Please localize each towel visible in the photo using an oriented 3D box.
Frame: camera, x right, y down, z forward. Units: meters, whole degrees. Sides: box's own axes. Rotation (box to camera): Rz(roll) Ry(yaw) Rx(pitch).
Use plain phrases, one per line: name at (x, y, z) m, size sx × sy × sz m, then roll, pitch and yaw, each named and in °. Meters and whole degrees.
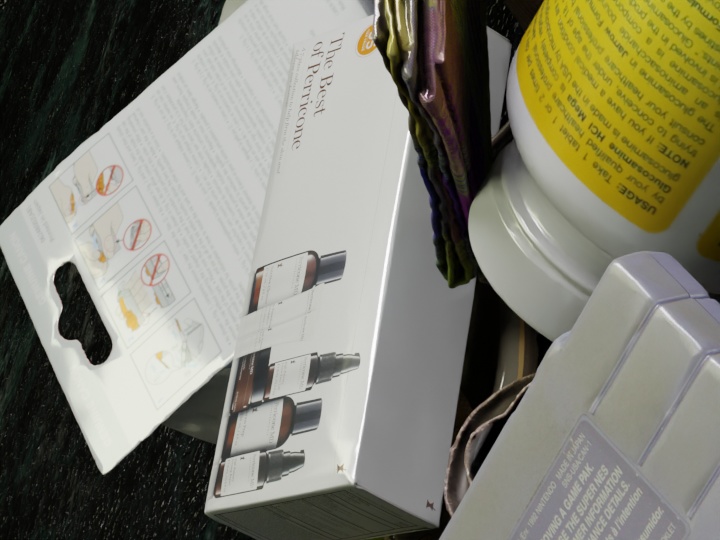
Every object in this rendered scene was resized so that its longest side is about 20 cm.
towel at (0.024, -0.089, 0.823) m, size 0.200 × 0.023 × 0.145 m, roll 68°, pitch -161°, yaw -70°

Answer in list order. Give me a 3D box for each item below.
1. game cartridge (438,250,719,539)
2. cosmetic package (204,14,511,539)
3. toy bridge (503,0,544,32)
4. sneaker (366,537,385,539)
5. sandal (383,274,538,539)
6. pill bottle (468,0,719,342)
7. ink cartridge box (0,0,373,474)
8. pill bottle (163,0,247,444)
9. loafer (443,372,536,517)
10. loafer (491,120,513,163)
game cartridge at (0.071, 0.109, 0.712) m, size 0.130 × 0.038 × 0.201 m, roll 51°, pitch 126°, yaw 35°
cosmetic package at (0.000, 0.000, 0.962) m, size 0.082 × 0.051 × 0.201 m, roll -14°, pitch 56°, yaw 41°
toy bridge at (0.085, -0.124, 0.960) m, size 0.067 × 0.027 × 0.200 m, roll -35°, pitch 7°, yaw 10°
sneaker at (-0.015, 0.149, 1.006) m, size 0.079 × 0.065 × 0.201 m, roll 126°, pitch 156°, yaw -55°
sandal at (0.023, 0.071, 0.976) m, size 0.080 × 0.054 × 0.201 m, roll -45°, pitch 24°, yaw 55°
pill bottle at (0.112, -0.068, 0.741) m, size 0.113 × 0.112 × 0.201 m, roll -91°, pitch 25°, yaw -49°
ink cartridge box at (-0.050, -0.022, 1.087) m, size 0.200 × 0.047 × 0.160 m, roll -41°, pitch 48°, yaw 11°
pill bottle at (-0.038, -0.027, 1.184) m, size 0.114 × 0.113 × 0.201 m, roll 142°, pitch 143°, yaw -62°
loafer at (0.066, 0.057, 0.826) m, size 0.200 × 0.071 × 0.074 m, roll 162°, pitch 126°, yaw -70°
loafer at (0.094, -0.060, 0.878) m, size 0.200 × 0.063 × 0.072 m, roll 126°, pitch 157°, yaw -47°
